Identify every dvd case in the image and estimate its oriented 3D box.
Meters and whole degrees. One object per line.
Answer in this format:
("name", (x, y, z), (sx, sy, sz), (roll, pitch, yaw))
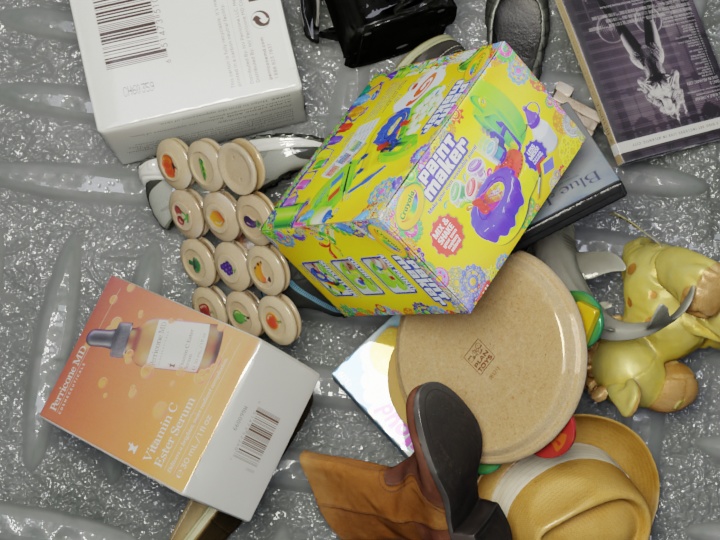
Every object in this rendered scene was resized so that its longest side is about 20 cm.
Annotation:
("dvd case", (0.281, -0.211, 1.527), (0.148, 0.016, 0.200), (-15, 80, -24))
("dvd case", (0.150, -0.081, 1.407), (0.142, 0.200, 0.018), (-27, 117, 6))

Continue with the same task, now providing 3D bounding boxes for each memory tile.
("memory tile", (-0.124, -0.027, 1.443), (0.017, 0.153, 0.200), (-28, 114, -39))

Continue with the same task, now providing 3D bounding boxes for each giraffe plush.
("giraffe plush", (0.281, 0.064, 1.448), (0.200, 0.173, 0.162), (30, 92, 12))

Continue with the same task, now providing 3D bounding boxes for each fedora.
("fedora", (0.198, 0.228, 1.414), (0.200, 0.082, 0.201), (-6, 108, -19))

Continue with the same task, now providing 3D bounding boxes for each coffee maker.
("coffee maker", (0.014, -0.320, 1.485), (0.135, 0.192, 0.200), (-17, 83, -29))

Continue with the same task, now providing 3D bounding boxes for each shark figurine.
("shark figurine", (0.195, 0.021, 1.404), (0.214, 0.089, 0.128), (47, 115, 45))

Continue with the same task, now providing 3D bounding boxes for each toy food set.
("toy food set", (0.116, 0.078, 1.371), (0.198, 0.049, 0.200), (29, 103, 32))

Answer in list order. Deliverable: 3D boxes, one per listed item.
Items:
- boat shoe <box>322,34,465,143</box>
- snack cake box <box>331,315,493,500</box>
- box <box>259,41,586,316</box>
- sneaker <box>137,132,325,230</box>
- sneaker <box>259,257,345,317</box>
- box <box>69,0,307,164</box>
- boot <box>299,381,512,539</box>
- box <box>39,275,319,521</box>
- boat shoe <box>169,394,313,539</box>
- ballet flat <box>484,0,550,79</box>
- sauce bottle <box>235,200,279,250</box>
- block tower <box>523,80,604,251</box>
("boat shoe", (0.044, -0.147, 1.497), (0.066, 0.072, 0.201), (31, 63, 29))
("snack cake box", (0.080, 0.135, 1.477), (0.115, 0.067, 0.200), (-43, 83, -6))
("box", (0.052, -0.075, 1.343), (0.122, 0.193, 0.200), (46, 66, -23))
("sneaker", (-0.114, -0.090, 1.518), (0.200, 0.074, 0.080), (-12, 91, 5))
("sneaker", (0.000, 0.000, 1.480), (0.200, 0.082, 0.073), (0, 39, -8))
("box", (-0.168, -0.230, 1.504), (0.200, 0.131, 0.199), (-13, 81, -2))
("boot", (0.027, 0.174, 1.392), (0.068, 0.200, 0.188), (-48, 124, -33))
("box", (-0.166, 0.115, 1.420), (0.200, 0.106, 0.152), (20, 81, 36))
("boat shoe", (-0.124, 0.183, 1.477), (0.066, 0.074, 0.200), (32, 83, 22))
("ballet flat", (0.155, -0.219, 1.534), (0.066, 0.057, 0.200), (4, 81, 1))
("sauce bottle", (-0.027, -0.057, 1.509), (0.200, 0.066, 0.066), (-26, 82, -3))
("block tower", (0.168, -0.082, 1.515), (0.058, 0.054, 0.200), (28, 83, 4))
